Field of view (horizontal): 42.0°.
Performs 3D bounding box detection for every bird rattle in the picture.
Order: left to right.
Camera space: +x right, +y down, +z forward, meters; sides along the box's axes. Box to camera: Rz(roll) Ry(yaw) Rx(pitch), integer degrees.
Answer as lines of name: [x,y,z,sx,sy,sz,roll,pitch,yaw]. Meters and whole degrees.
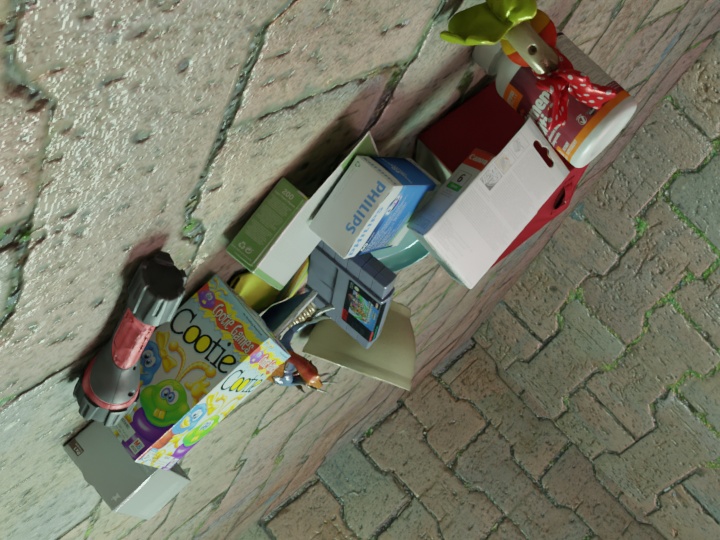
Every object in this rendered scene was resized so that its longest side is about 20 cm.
bird rattle: [0.196,-0.255,1.040,0.113,0.199,0.164,-50,-170,26]

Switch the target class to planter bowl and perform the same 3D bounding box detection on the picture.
planter bowl: [0.013,0.111,1.621,0.200,0.197,0.137,53,56,-77]

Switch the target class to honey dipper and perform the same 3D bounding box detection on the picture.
honey dipper: [-0.152,0.112,1.395,0.199,0.038,0.038,-40,167,-12]

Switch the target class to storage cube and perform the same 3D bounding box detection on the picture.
storage cube: [0.193,-0.139,1.351,0.179,0.201,0.171,-36,163,-15]

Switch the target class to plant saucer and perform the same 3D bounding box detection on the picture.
plant saucer: [0.037,-0.060,1.309,0.197,0.028,0.201,-15,147,-10]

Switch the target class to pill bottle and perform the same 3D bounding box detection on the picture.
pill bottle: [0.241,-0.235,1.181,0.109,0.200,0.110,-42,167,-12]

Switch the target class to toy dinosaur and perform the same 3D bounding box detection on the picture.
toy dinosaur: [-0.101,0.134,1.223,0.198,0.106,0.181,-27,175,3]

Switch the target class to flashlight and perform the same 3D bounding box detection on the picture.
flashlight: [-0.233,0.076,0.948,0.068,0.068,0.201,-37,166,-51]

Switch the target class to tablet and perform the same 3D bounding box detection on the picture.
tablet: [-0.147,0.101,1.252,0.200,0.014,0.129,-47,-165,-35]

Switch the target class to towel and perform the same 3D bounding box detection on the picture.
towel: [-0.125,0.018,1.232,0.087,0.018,0.199,-55,164,24]

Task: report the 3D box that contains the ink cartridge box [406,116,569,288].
ink cartridge box: [0.162,-0.089,1.181,0.200,0.109,0.050,-48,-149,-5]

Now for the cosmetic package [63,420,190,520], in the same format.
cosmetic package: [-0.296,0.253,1.211,0.090,0.107,0.200,-41,168,-15]

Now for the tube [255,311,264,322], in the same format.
tube: [-0.207,0.121,1.211,0.199,0.051,0.077,-36,166,21]

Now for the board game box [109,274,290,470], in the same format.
board game box: [-0.195,0.121,1.087,0.200,0.103,0.105,-43,161,-4]

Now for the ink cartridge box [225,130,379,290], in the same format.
ink cartridge box: [-0.059,-0.074,1.080,0.201,0.048,0.146,-52,168,-3]

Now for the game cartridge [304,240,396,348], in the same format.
game cartridge: [-0.017,0.024,1.265,0.038,0.129,0.201,-40,164,-23]

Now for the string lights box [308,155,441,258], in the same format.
string lights box: [0.023,-0.078,1.118,0.103,0.059,0.200,-54,167,16]
